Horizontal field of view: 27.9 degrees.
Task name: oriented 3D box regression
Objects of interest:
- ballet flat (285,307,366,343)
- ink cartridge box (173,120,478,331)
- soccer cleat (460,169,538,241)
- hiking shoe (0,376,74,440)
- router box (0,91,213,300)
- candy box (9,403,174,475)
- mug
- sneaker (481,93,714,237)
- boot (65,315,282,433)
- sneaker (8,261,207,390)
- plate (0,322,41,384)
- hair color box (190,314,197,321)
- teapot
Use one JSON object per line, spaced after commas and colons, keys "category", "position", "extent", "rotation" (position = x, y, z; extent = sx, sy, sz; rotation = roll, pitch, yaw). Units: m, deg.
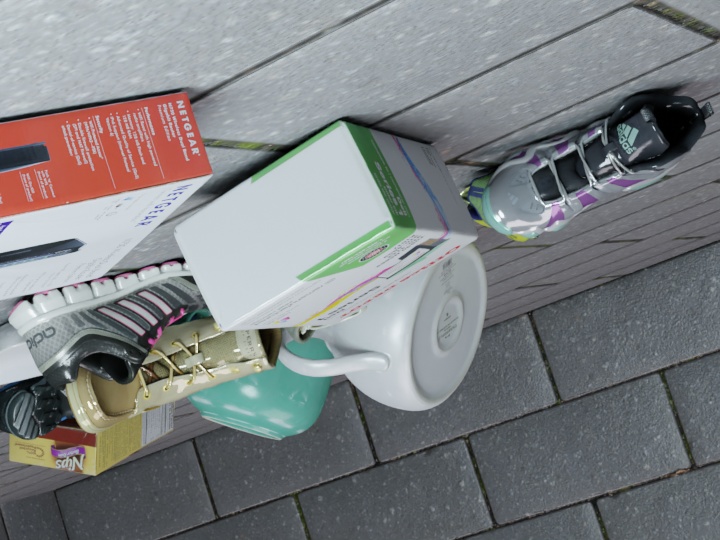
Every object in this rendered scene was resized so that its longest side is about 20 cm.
{"category": "ballet flat", "position": [0.000, 0.000, 1.286], "extent": [0.200, 0.064, 0.067], "rotation": [-38, 170, 33]}
{"category": "ink cartridge box", "position": [-0.017, -0.027, 1.033], "extent": [0.144, 0.084, 0.200], "rotation": [-31, 169, 18]}
{"category": "soccer cleat", "position": [0.134, -0.066, 1.359], "extent": [0.083, 0.065, 0.200], "rotation": [11, 179, 5]}
{"category": "hiking shoe", "position": [-0.337, 0.135, 1.620], "extent": [0.086, 0.075, 0.199], "rotation": [5, -172, 34]}
{"category": "router box", "position": [-0.199, -0.027, 0.789], "extent": [0.178, 0.049, 0.200], "rotation": [-14, 171, -30]}
{"category": "candy box", "position": [-0.315, 0.182, 1.719], "extent": [0.116, 0.057, 0.200], "rotation": [7, -170, 17]}
{"category": "mug", "position": [-0.121, 0.103, 1.489], "extent": [0.184, 0.115, 0.152], "rotation": [18, 170, -11]}
{"category": "sneaker", "position": [0.200, -0.099, 1.193], "extent": [0.199, 0.078, 0.140], "rotation": [-26, 174, -18]}
{"category": "boot", "position": [-0.161, 0.083, 1.289], "extent": [0.154, 0.073, 0.200], "rotation": [-16, -179, 16]}
{"category": "sneaker", "position": [-0.191, 0.049, 1.211], "extent": [0.199, 0.088, 0.074], "rotation": [-13, 171, -37]}
{"category": "plate", "position": [-0.276, 0.063, 1.318], "extent": [0.199, 0.033, 0.199], "rotation": [-13, 172, -41]}
{"category": "hair color box", "position": [-0.203, 0.090, 1.580], "extent": [0.100, 0.061, 0.199], "rotation": [-25, 170, 41]}
{"category": "teapot", "position": [0.024, 0.039, 1.431], "extent": [0.145, 0.199, 0.200], "rotation": [13, 166, 28]}
